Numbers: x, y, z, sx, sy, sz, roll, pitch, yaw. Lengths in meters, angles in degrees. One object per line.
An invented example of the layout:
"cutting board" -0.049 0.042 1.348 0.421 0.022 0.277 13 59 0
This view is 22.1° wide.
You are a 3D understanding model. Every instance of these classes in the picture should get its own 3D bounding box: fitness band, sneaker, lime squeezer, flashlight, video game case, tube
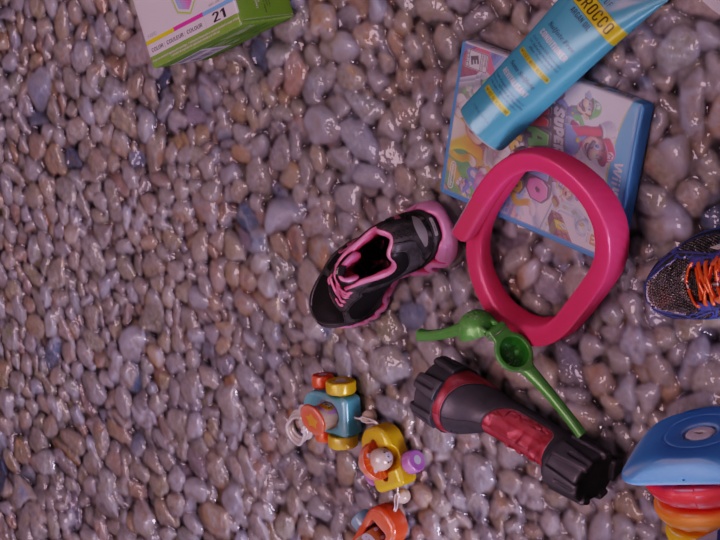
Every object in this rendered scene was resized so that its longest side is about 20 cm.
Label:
"fitness band" 0.154 -0.021 1.582 0.144 0.037 0.200 48 140 15
"sneaker" 0.297 0.000 1.435 0.200 0.078 0.076 -16 89 46
"lime squeezer" 0.118 0.077 1.623 0.200 0.038 0.071 30 124 36
"flashlight" 0.133 0.144 1.641 0.200 0.068 0.068 31 87 41
"video game case" 0.156 -0.104 1.592 0.200 0.018 0.144 26 117 38
"sneaker" 0.000 0.000 1.722 0.200 0.095 0.079 -40 74 45
"tube" 0.167 -0.185 1.530 0.200 0.050 0.078 -46 72 24

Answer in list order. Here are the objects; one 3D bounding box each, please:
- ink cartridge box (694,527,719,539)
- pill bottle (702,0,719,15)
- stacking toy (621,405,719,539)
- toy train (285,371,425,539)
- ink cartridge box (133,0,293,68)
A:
"ink cartridge box" 0.327 0.283 1.454 0.199 0.041 0.200 -33 110 33
"pill bottle" 0.320 -0.271 1.318 0.111 0.111 0.200 56 133 18
"stacking toy" 0.294 0.220 1.494 0.116 0.110 0.201 -5 109 30
"toy train" -0.014 0.198 1.815 0.200 0.055 0.150 50 130 23
"ink cartridge box" -0.164 -0.318 1.813 0.147 0.076 0.201 -18 89 46
